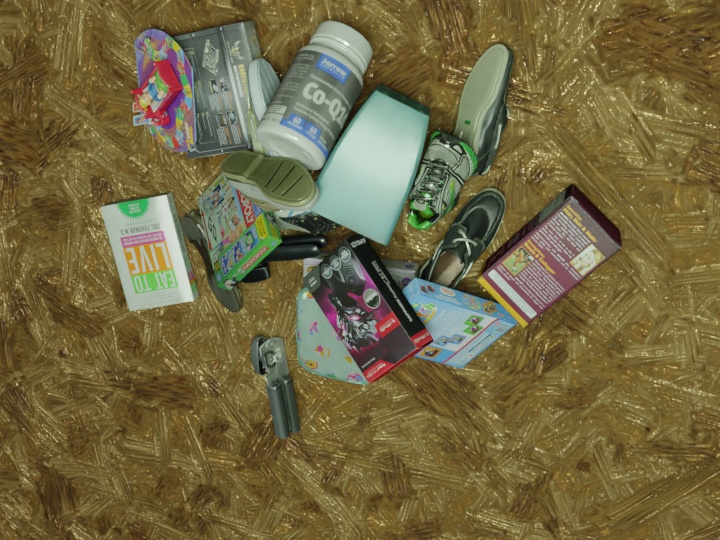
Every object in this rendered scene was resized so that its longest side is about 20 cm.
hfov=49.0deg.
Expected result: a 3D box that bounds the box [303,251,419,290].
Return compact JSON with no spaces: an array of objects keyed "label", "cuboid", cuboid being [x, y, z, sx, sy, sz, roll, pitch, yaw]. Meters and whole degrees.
[{"label":"box","cuboid":[0.000,0.000,1.351,0.198,0.039,0.042,8,114,13]}]

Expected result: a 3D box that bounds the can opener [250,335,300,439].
[{"label":"can opener","cuboid":[-0.161,0.215,1.483,0.067,0.053,0.202,13,118,46]}]

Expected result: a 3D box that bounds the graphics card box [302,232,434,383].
[{"label":"graphics card box","cuboid":[0.009,0.058,1.211,0.125,0.051,0.201,-40,78,41]}]

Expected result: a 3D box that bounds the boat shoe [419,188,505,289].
[{"label":"boat shoe","cuboid":[0.166,-0.039,1.261,0.072,0.068,0.201,34,106,-3]}]

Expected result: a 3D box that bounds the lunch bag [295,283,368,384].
[{"label":"lunch bag","cuboid":[-0.028,0.100,1.357,0.159,0.077,0.201,9,129,9]}]

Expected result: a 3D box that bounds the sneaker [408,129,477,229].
[{"label":"sneaker","cuboid":[0.117,-0.128,1.178,0.078,0.085,0.201,30,151,15]}]

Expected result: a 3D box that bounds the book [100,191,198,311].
[{"label":"book","cuboid":[-0.382,-0.035,1.448,0.133,0.048,0.201,-8,106,14]}]

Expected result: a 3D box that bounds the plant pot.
[{"label":"plant pot","cuboid":[0.023,-0.174,1.220,0.141,0.141,0.201,24,110,-3]}]

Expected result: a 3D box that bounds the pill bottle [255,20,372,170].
[{"label":"pill bottle","cuboid":[-0.065,-0.262,1.183,0.113,0.114,0.201,24,77,6]}]

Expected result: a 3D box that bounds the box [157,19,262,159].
[{"label":"box","cuboid":[-0.231,-0.295,1.299,0.157,0.048,0.201,-7,109,17]}]

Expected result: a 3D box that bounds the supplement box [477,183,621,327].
[{"label":"supplement box","cuboid":[0.293,-0.023,1.233,0.110,0.086,0.200,44,115,-3]}]

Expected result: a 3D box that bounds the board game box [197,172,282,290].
[{"label":"board game box","cuboid":[-0.204,-0.085,1.309,0.134,0.201,0.029,-41,139,25]}]

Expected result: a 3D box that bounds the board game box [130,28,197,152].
[{"label":"board game box","cuboid":[-0.333,-0.286,1.289,0.157,0.039,0.201,28,129,34]}]

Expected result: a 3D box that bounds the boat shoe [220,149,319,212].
[{"label":"boat shoe","cuboid":[-0.129,-0.128,1.203,0.199,0.075,0.069,28,159,40]}]

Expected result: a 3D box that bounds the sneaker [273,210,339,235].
[{"label":"sneaker","cuboid":[-0.113,-0.100,1.320,0.199,0.073,0.072,-1,155,24]}]

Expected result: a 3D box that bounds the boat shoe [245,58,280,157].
[{"label":"boat shoe","cuboid":[-0.150,-0.228,1.242,0.062,0.072,0.202,-7,104,28]}]

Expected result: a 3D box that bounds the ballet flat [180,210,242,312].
[{"label":"ballet flat","cuboid":[-0.258,-0.018,1.418,0.067,0.046,0.201,-11,111,43]}]

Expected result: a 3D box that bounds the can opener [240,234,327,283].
[{"label":"can opener","cuboid":[-0.144,-0.033,1.359,0.199,0.064,0.079,-12,125,29]}]

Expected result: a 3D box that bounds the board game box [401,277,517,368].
[{"label":"board game box","cuboid":[0.128,0.090,1.276,0.199,0.037,0.151,16,136,-29]}]

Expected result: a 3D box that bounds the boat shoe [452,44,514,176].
[{"label":"boat shoe","cuboid":[0.192,-0.240,1.200,0.072,0.067,0.201,38,120,49]}]
